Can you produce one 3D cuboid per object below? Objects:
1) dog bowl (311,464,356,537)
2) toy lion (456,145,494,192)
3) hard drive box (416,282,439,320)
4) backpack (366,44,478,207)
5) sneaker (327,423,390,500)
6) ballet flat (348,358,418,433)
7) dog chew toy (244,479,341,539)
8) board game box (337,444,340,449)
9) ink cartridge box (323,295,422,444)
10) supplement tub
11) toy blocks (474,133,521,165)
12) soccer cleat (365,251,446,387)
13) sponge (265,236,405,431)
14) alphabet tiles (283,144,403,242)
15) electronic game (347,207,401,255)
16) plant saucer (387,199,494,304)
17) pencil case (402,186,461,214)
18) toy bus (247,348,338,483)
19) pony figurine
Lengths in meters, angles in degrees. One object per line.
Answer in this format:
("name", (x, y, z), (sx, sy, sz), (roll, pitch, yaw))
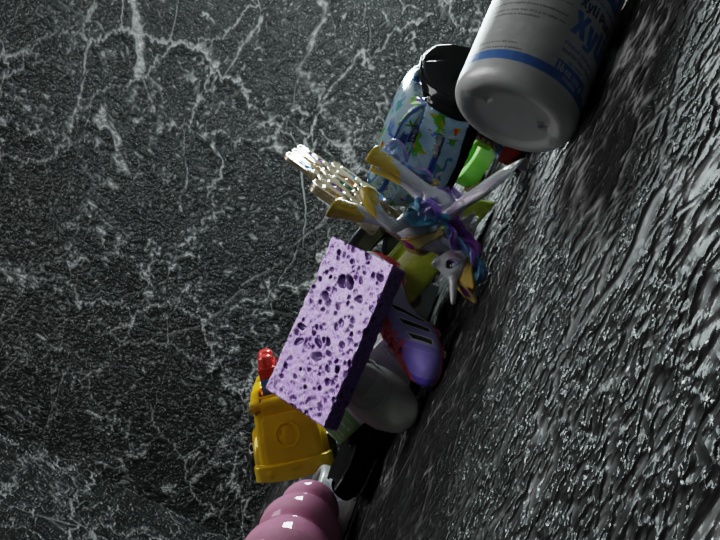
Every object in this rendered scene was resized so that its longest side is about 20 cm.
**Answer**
("dog bowl", (-0.064, 0.365, 1.349), (0.200, 0.058, 0.203), (-155, 89, -88))
("toy lion", (0.205, -0.227, 1.475), (0.203, 0.068, 0.192), (-66, 10, -6))
("hard drive box", (0.033, 0.121, 1.439), (0.156, 0.076, 0.202), (119, 176, -59))
("backpack", (0.087, -0.173, 1.266), (0.165, 0.150, 0.203), (-87, 1, -52))
("sneaker", (-0.012, 0.253, 1.278), (0.105, 0.059, 0.200), (-61, 4, -17))
("ballet flat", (-0.009, 0.123, 1.151), (0.200, 0.069, 0.070), (40, 109, 45))
("dog chew toy", (-0.077, 0.331, 1.178), (0.126, 0.123, 0.201), (-63, 1, 27))
("board game box", (0.014, 0.196, 1.611), (0.134, 0.034, 0.203), (-135, 69, -88))
("ink cartridge box", (0.026, 0.121, 1.256), (0.200, 0.067, 0.117), (-44, 5, 8))
("supplement tub", (0.187, -0.237, 0.982), (0.132, 0.130, 0.203), (122, 172, -73))
("toy blocks", (0.203, -0.230, 1.258), (0.137, 0.098, 0.202), (-95, 28, -63))
("soccer cleat", (0.036, 0.055, 1.135), (0.067, 0.075, 0.202), (-55, 41, 32))
("sponge", (-0.031, 0.072, 1.125), (0.030, 0.111, 0.203), (22, -87, -48))
("alphabet tiles", (-0.011, -0.096, 1.243), (0.015, 0.194, 0.200), (-55, 3, 15))
("electronic game", (0.000, 0.000, 1.377), (0.201, 0.041, 0.201), (-50, -18, -23))
("plant saucer", (0.068, -0.012, 1.307), (0.200, 0.048, 0.200), (-49, 5, -28))
("pencil case", (0.108, -0.083, 1.618), (0.083, 0.086, 0.200), (-28, -5, -22))
("toy bus", (-0.118, 0.210, 1.496), (0.200, 0.133, 0.196), (-118, 15, -82))
("pony figurine", (0.087, -0.067, 1.126), (0.193, 0.199, 0.168), (-48, -11, -40))
